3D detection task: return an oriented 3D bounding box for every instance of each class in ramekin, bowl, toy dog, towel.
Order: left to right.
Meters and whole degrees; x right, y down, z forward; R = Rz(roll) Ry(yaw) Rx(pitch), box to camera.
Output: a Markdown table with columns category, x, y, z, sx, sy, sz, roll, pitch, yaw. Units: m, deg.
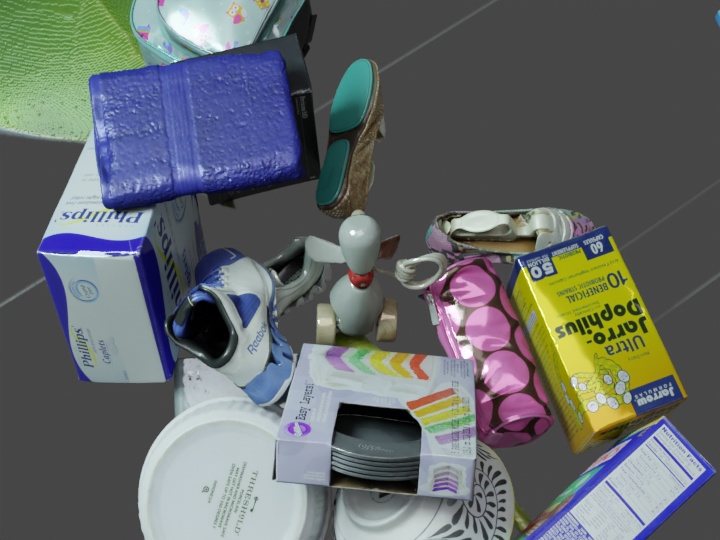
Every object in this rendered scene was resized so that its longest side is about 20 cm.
| category | x | y | z | sx | sy | sz | roll | pitch | yaw |
| --- | --- | --- | --- | --- | --- | --- | --- | --- | --- |
| towel | -0.160 | -0.136 | 1.036 | 0.197 | 0.050 | 0.150 | -9 | 68 | -5 |
| ramekin | -0.127 | 0.224 | 1.044 | 0.199 | 0.094 | 0.206 | 0 | 82 | 1 |
| toy dog | 0.000 | 0.000 | 1.142 | 0.130 | 0.201 | 0.097 | 11 | 48 | -21 |
| bowl | 0.042 | 0.227 | 1.035 | 0.198 | 0.094 | 0.203 | -20 | 46 | 22 |

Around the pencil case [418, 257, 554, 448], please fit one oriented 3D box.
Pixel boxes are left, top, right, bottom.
| category | x | y | z | sx | sy | sz | roll | pitch | yaw |
| --- | --- | --- | --- | --- | --- | --- | --- | --- | --- |
| pencil case | 0.132 | 0.091 | 1.142 | 0.093 | 0.091 | 0.202 | -2 | 60 | -41 |

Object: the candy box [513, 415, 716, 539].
| category | x | y | z | sx | sy | sz | roll | pitch | yaw |
| --- | --- | --- | --- | --- | --- | --- | --- | --- | --- |
| candy box | 0.228 | 0.244 | 1.035 | 0.199 | 0.169 | 0.077 | -38 | 77 | -13 |

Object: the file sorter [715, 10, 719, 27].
| category | x | y | z | sx | sy | sz | roll | pitch | yaw |
| --- | --- | --- | --- | --- | --- | --- | --- | --- | --- |
| file sorter | 0.537 | -0.270 | 1.256 | 0.137 | 0.123 | 0.203 | -15 | 69 | -4 |

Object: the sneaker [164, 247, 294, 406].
| category | x | y | z | sx | sy | sz | roll | pitch | yaw |
| --- | --- | --- | --- | --- | --- | --- | --- | --- | --- |
| sneaker | -0.141 | 0.036 | 1.069 | 0.080 | 0.115 | 0.200 | -42 | 43 | 14 |

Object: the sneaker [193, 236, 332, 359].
| category | x | y | z | sx | sy | sz | roll | pitch | yaw |
| --- | --- | --- | --- | --- | --- | --- | --- | --- | --- |
| sneaker | -0.113 | 0.040 | 1.170 | 0.075 | 0.081 | 0.200 | 38 | 76 | 13 |

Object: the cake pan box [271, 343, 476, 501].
| category | x | y | z | sx | sy | sz | roll | pitch | yaw |
| --- | --- | --- | --- | --- | --- | --- | --- | --- | --- |
| cake pan box | 0.019 | 0.141 | 1.007 | 0.181 | 0.200 | 0.053 | 4 | 113 | 5 |

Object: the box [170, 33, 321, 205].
| category | x | y | z | sx | sy | sz | roll | pitch | yaw |
| --- | --- | --- | --- | --- | --- | --- | --- | --- | --- |
| box | -0.121 | -0.163 | 1.184 | 0.139 | 0.200 | 0.080 | -12 | 68 | -4 |

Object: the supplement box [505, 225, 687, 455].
| category | x | y | z | sx | sy | sz | roll | pitch | yaw |
| --- | --- | --- | --- | --- | --- | --- | --- | --- | --- |
| supplement box | 0.245 | 0.075 | 1.133 | 0.107 | 0.110 | 0.202 | -19 | 70 | -6 |

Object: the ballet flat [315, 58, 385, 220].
| category | x | y | z | sx | sy | sz | roll | pitch | yaw |
| --- | --- | --- | --- | --- | --- | --- | --- | --- | --- |
| ballet flat | -0.005 | -0.150 | 1.254 | 0.070 | 0.065 | 0.203 | -1 | 67 | 42 |

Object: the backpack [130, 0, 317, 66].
| category | x | y | z | sx | sy | sz | roll | pitch | yaw |
| --- | --- | --- | --- | --- | --- | --- | --- | --- | --- |
| backpack | -0.174 | -0.299 | 1.269 | 0.198 | 0.154 | 0.178 | 21 | 75 | 16 |

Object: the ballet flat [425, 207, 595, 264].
| category | x | y | z | sx | sy | sz | roll | pitch | yaw |
| --- | --- | --- | --- | --- | --- | --- | --- | --- | --- |
| ballet flat | 0.173 | -0.043 | 1.201 | 0.197 | 0.071 | 0.070 | -2 | 67 | 0 |

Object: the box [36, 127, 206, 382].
| category | x | y | z | sx | sy | sz | roll | pitch | yaw |
| --- | --- | --- | --- | --- | --- | --- | --- | --- | --- |
| box | -0.237 | -0.017 | 1.102 | 0.103 | 0.186 | 0.202 | 2 | 44 | 6 |

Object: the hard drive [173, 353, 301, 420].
| category | x | y | z | sx | sy | sz | roll | pitch | yaw |
| --- | --- | --- | --- | --- | --- | --- | --- | --- | --- |
| hard drive | -0.124 | 0.191 | 1.113 | 0.137 | 0.033 | 0.203 | -2 | 82 | 0 |
